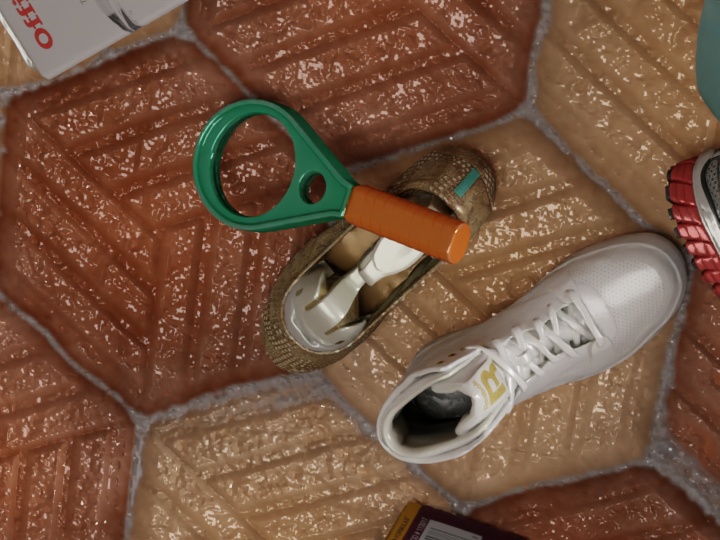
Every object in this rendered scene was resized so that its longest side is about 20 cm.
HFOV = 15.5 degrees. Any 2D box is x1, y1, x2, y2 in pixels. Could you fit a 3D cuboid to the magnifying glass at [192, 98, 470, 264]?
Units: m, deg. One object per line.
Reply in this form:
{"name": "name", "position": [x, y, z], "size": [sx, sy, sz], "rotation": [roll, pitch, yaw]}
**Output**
{"name": "magnifying glass", "position": [-0.020, -0.046, 1.565], "size": [0.199, 0.022, 0.080], "rotation": [22, 96, 32]}

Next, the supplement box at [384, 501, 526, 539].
{"name": "supplement box", "position": [0.035, 0.265, 1.665], "size": [0.085, 0.110, 0.201], "rotation": [17, 116, 11]}

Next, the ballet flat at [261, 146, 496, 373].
{"name": "ballet flat", "position": [0.000, 0.000, 1.596], "size": [0.070, 0.065, 0.200], "rotation": [43, 118, -2]}

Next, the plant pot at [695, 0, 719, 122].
{"name": "plant pot", "position": [0.272, -0.126, 1.389], "size": [0.160, 0.200, 0.202], "rotation": [18, 116, 22]}

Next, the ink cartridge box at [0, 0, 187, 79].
{"name": "ink cartridge box", "position": [-0.137, -0.220, 1.524], "size": [0.199, 0.084, 0.145], "rotation": [-24, 102, 37]}

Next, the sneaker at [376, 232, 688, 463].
{"name": "sneaker", "position": [0.100, 0.054, 1.557], "size": [0.199, 0.116, 0.074], "rotation": [-31, 97, 25]}

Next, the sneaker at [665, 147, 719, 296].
{"name": "sneaker", "position": [0.252, 0.016, 1.511], "size": [0.082, 0.078, 0.201], "rotation": [-26, 101, 24]}
